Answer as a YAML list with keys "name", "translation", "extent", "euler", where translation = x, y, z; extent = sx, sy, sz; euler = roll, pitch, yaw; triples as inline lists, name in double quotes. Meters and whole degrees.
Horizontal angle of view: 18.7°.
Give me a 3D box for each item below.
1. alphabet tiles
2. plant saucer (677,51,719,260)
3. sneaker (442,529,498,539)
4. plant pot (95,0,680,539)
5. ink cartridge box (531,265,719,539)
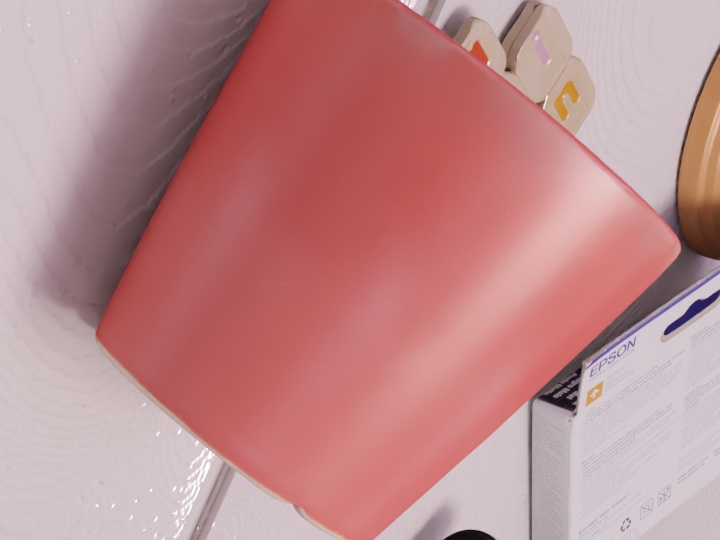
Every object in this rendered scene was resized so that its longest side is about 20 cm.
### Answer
- name: "alphabet tiles"
  translation: [0.053, -0.033, 1.102]
  extent: [0.200, 0.015, 0.196]
  euler: [-57, 150, -11]
- name: "plant saucer"
  translation: [0.266, -0.095, 1.361]
  extent: [0.200, 0.037, 0.201]
  euler: [-37, 141, -38]
- name: "sneaker"
  translation: [0.010, 0.201, 1.156]
  extent: [0.200, 0.073, 0.112]
  euler: [-49, 148, -20]
- name: "plant pot"
  translation: [0.000, 0.000, 0.890]
  extent: [0.178, 0.200, 0.200]
  euler: [-53, 150, 1]
- name: "ink cartridge box"
  translation: [0.184, 0.071, 1.332]
  extent: [0.199, 0.041, 0.201]
  euler: [-32, 140, -30]
